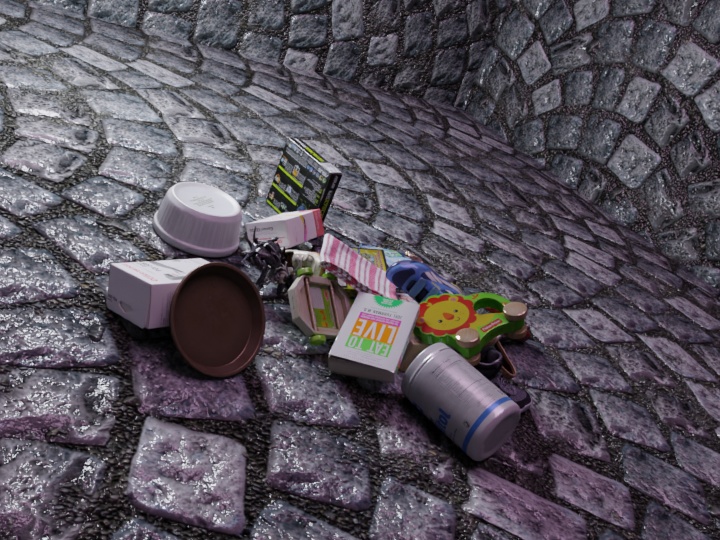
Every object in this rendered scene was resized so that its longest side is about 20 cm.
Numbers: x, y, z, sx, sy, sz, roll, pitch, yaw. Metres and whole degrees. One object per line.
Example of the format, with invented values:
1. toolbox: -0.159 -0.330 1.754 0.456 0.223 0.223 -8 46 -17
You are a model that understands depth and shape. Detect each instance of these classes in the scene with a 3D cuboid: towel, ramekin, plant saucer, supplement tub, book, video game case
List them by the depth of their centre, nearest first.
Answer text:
1. plant saucer: -0.251 0.086 1.344 0.029 0.202 0.199 -9 -4 44
2. supplement tub: 0.187 0.245 1.440 0.131 0.133 0.200 -6 37 -48
3. book: 0.030 0.129 1.518 0.133 0.048 0.200 11 40 13
4. towel: 0.000 0.000 1.659 0.199 0.030 0.147 34 21 -15
5. ramekin: -0.358 -0.121 1.727 0.201 0.095 0.203 20 25 -10
6. video game case: -0.023 0.002 1.807 0.179 0.026 0.200 3 30 -8

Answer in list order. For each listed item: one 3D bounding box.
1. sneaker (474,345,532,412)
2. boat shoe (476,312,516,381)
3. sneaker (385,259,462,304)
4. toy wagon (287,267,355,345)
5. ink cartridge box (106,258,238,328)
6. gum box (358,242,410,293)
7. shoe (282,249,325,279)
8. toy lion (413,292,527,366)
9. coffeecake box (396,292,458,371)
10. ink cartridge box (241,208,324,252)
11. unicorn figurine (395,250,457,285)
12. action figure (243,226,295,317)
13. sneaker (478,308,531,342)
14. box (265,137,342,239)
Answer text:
1. sneaker: 0.284 0.225 1.587 0.199 0.114 0.076 16 26 -17
2. boat shoe: 0.276 0.151 1.661 0.201 0.069 0.074 62 34 -7
3. sneaker: 0.145 0.045 1.677 0.199 0.074 0.083 26 35 -18
4. toy wagon: -0.062 0.080 1.576 0.199 0.039 0.156 11 60 -46
5. ink cartridge box: -0.336 0.038 1.398 0.146 0.084 0.199 20 17 40
6. gum box: 0.093 0.014 1.923 0.169 0.045 0.200 12 28 -25
7. shoe: -0.142 -0.010 1.683 0.053 0.071 0.199 4 3 -34
8. toy lion: 0.213 0.101 1.579 0.199 0.069 0.192 -25 38 -22
9. coffeecake box: 0.123 0.134 1.675 0.153 0.073 0.200 8 28 -30
10. ink cartridge box: -0.185 -0.093 1.801 0.116 0.068 0.200 -4 11 28
11. unicorn figurine: 0.147 0.021 1.800 0.137 0.074 0.200 37 4 9
12. action figure: -0.185 0.008 1.613 0.200 0.102 0.119 49 38 5
13. sneaker: 0.342 0.140 1.868 0.200 0.098 0.071 33 -1 -43
14. box: -0.150 -0.213 1.982 0.047 0.194 0.200 -5 36 -43
